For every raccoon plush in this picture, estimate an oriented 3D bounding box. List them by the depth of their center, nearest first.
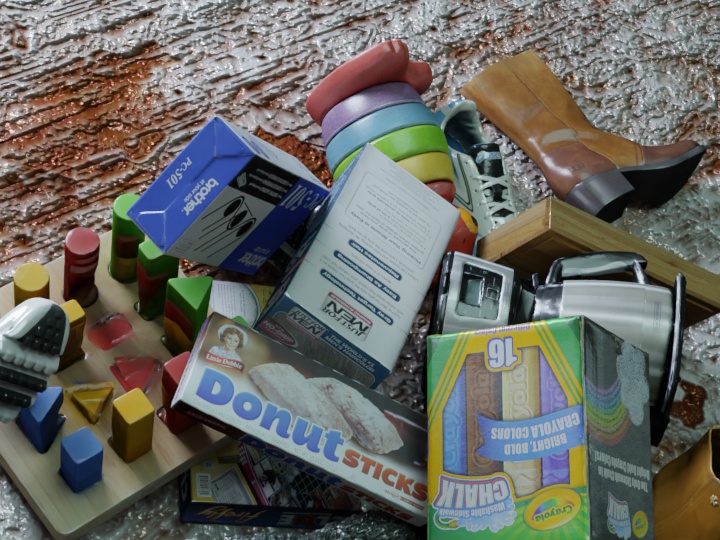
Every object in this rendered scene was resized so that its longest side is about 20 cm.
[{"bbox_3d":[-0.021,0.191,1.098,0.134,0.097,0.200,30,49,6],"label":"raccoon plush"}]

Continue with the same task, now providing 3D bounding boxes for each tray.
[{"bbox_3d":[0.208,0.005,1.298,0.200,0.099,0.037,22,57,-28],"label":"tray"}]

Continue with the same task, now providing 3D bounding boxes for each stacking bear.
[{"bbox_3d":[0.038,-0.079,1.316,0.201,0.113,0.121,67,14,15],"label":"stacking bear"}]

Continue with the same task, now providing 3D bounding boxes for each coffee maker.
[{"bbox_3d":[0.151,0.078,1.226,0.199,0.193,0.135,8,34,6],"label":"coffee maker"}]

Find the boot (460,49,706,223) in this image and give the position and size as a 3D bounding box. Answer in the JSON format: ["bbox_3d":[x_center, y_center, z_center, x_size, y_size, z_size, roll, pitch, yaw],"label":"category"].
[{"bbox_3d":[0.223,-0.141,1.489,0.188,0.069,0.200,-26,62,-28],"label":"boot"}]

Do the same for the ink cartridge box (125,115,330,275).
[{"bbox_3d":[-0.091,-0.050,1.106,0.044,0.094,0.200,45,7,12],"label":"ink cartridge box"}]

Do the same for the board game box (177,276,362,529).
[{"bbox_3d":[-0.076,0.102,1.176,0.135,0.035,0.201,7,53,-19],"label":"board game box"}]

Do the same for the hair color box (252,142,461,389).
[{"bbox_3d":[0.000,0.000,1.164,0.100,0.061,0.200,36,42,-8],"label":"hair color box"}]

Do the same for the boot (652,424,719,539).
[{"bbox_3d":[0.267,0.233,1.160,0.071,0.144,0.202,5,54,-20],"label":"boot"}]

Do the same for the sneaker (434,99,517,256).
[{"bbox_3d":[0.109,-0.067,1.360,0.072,0.073,0.200,-7,60,-30],"label":"sneaker"}]

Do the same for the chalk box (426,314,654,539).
[{"bbox_3d":[0.126,0.147,1.049,0.124,0.123,0.201,26,61,-54],"label":"chalk box"}]

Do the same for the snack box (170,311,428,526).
[{"bbox_3d":[-0.029,0.104,1.047,0.200,0.024,0.072,28,61,-15],"label":"snack box"}]

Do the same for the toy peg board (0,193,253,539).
[{"bbox_3d":[-0.186,0.053,1.092,0.199,0.098,0.200,-30,65,-29],"label":"toy peg board"}]

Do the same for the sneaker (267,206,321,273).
[{"bbox_3d":[-0.075,-0.041,1.259,0.200,0.074,0.080,23,13,-23],"label":"sneaker"}]

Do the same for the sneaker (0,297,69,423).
[{"bbox_3d":[-0.283,0.085,1.020,0.200,0.075,0.081,-44,60,1],"label":"sneaker"}]
